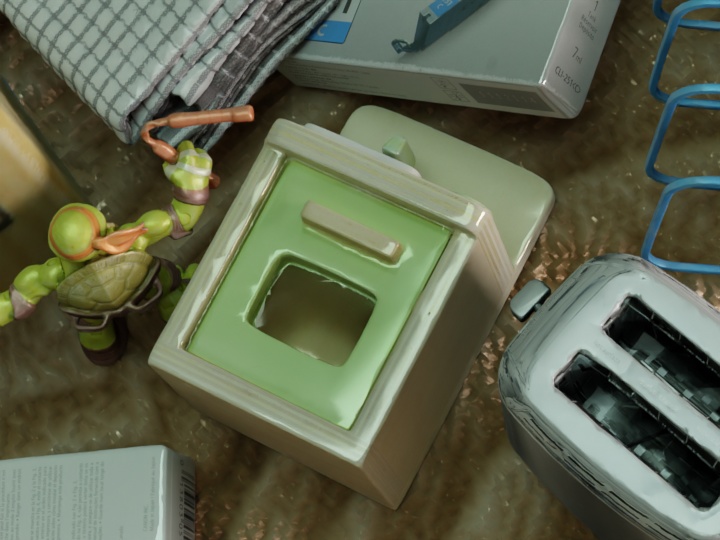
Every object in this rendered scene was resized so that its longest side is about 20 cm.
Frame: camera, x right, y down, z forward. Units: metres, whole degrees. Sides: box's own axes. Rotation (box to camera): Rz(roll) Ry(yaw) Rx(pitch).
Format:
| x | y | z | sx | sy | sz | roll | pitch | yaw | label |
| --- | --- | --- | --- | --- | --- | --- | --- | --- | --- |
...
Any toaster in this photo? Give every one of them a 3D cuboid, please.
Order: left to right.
| x | y | z | sx | sy | sz | roll | pitch | yaw | label |
| --- | --- | --- | --- | --- | --- | --- | --- | --- | --- |
| 0.154 | 0.082 | 1.058 | 0.114 | 0.129 | 0.200 | -46 | 68 | -5 | toaster |

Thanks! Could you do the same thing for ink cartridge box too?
| x | y | z | sx | sy | sz | roll | pitch | yaw | label |
| --- | --- | --- | --- | --- | --- | --- | --- | --- | --- |
| -0.186 | 0.183 | 1.157 | 0.199 | 0.050 | 0.163 | -7 | 70 | 19 | ink cartridge box |
| 0.058 | -0.178 | 1.187 | 0.199 | 0.045 | 0.177 | 10 | 72 | 39 | ink cartridge box |

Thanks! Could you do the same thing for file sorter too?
| x | y | z | sx | sy | sz | roll | pitch | yaw | label |
| --- | --- | --- | --- | --- | --- | --- | --- | --- | --- |
| 0.212 | -0.107 | 1.103 | 0.122 | 0.139 | 0.201 | 5 | 72 | 1 | file sorter |

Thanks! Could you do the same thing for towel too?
| x | y | z | sx | sy | sz | roll | pitch | yaw | label |
| --- | --- | --- | --- | --- | --- | --- | --- | --- | --- |
| -0.094 | -0.177 | 1.205 | 0.200 | 0.086 | 0.166 | -51 | 58 | 5 | towel |

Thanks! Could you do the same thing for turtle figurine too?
| x | y | z | sx | sy | sz | roll | pitch | yaw | label |
| --- | --- | --- | --- | --- | --- | --- | --- | --- | --- |
| -0.123 | -0.003 | 1.138 | 0.200 | 0.161 | 0.065 | -32 | 68 | -1 | turtle figurine |

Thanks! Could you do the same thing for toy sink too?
| x | y | z | sx | sy | sz | roll | pitch | yaw | label |
| --- | --- | --- | --- | --- | --- | --- | --- | --- | --- |
| 0.000 | 0.000 | 1.137 | 0.130 | 0.112 | 0.201 | 25 | 78 | 19 | toy sink |

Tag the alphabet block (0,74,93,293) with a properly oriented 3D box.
| x | y | z | sx | sy | sz | roll | pitch | yaw | label |
| --- | --- | --- | --- | --- | --- | --- | --- | --- | --- |
| -0.287 | -0.062 | 1.174 | 0.196 | 0.200 | 0.196 | -38 | 67 | -3 | alphabet block |
